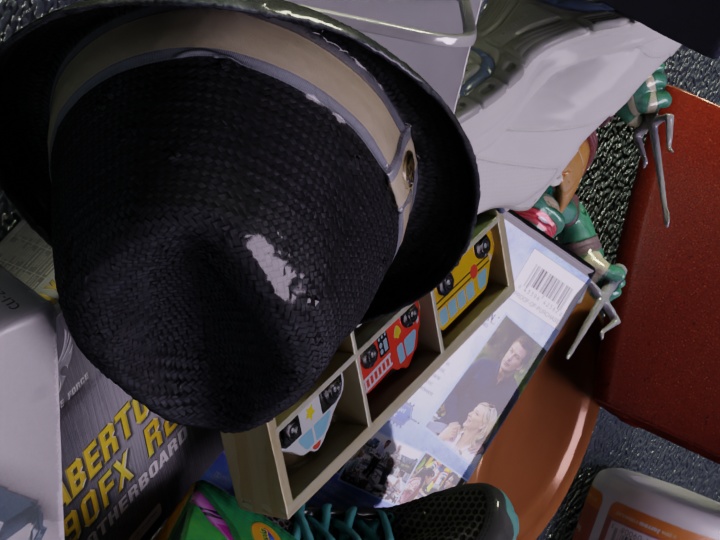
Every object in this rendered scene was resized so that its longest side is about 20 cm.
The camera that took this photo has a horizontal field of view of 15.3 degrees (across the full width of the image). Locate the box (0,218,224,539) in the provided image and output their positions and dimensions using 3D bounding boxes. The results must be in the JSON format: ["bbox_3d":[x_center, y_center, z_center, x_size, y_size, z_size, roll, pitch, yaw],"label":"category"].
[{"bbox_3d":[-0.100,0.034,1.098,0.200,0.048,0.159,-50,149,-35],"label":"box"}]

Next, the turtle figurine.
[{"bbox_3d":[0.115,-0.065,1.387,0.150,0.100,0.201,106,2,-54],"label":"turtle figurine"}]

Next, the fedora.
[{"bbox_3d":[-0.052,-0.007,0.930,0.201,0.200,0.092,72,24,-53],"label":"fedora"}]

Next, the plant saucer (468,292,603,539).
[{"bbox_3d":[0.089,0.090,1.527,0.200,0.037,0.201,-43,144,-42],"label":"plant saucer"}]

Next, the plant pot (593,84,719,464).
[{"bbox_3d":[0.232,0.027,1.534,0.177,0.199,0.200,-64,169,-2],"label":"plant pot"}]

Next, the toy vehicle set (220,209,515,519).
[{"bbox_3d":[0.000,0.000,1.151,0.200,0.026,0.125,-42,130,-46],"label":"toy vehicle set"}]

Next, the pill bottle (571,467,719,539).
[{"bbox_3d":[0.170,0.237,1.713,0.112,0.112,0.201,11,100,-64],"label":"pill bottle"}]

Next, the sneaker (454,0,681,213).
[{"bbox_3d":[0.074,-0.078,1.162,0.200,0.074,0.087,-30,134,-32],"label":"sneaker"}]

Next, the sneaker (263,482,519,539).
[{"bbox_3d":[-0.026,0.136,1.208,0.199,0.078,0.091,-23,126,-2],"label":"sneaker"}]

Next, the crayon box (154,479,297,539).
[{"bbox_3d":[-0.101,0.196,1.095,0.200,0.058,0.119,-56,-174,13],"label":"crayon box"}]

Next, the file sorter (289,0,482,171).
[{"bbox_3d":[-0.009,-0.150,0.985,0.125,0.138,0.201,-91,-166,-73],"label":"file sorter"}]

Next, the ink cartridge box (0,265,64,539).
[{"bbox_3d":[-0.186,0.115,0.943,0.176,0.045,0.201,-26,134,-34],"label":"ink cartridge box"}]

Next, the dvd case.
[{"bbox_3d":[0.011,0.051,1.258,0.142,0.018,0.200,32,89,-34],"label":"dvd case"}]

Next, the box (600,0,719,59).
[{"bbox_3d":[0.158,-0.209,1.052,0.200,0.104,0.148,-51,166,-32],"label":"box"}]
